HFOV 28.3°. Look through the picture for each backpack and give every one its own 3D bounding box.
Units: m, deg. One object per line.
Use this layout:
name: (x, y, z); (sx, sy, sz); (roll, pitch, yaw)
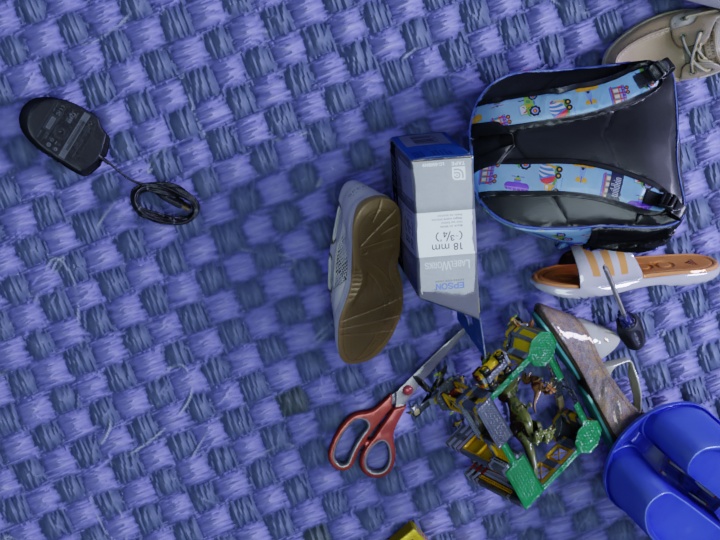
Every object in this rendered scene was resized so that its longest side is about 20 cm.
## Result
backpack: (0.205, -0.105, 1.386); (0.200, 0.135, 0.183); (-3, 76, 3)

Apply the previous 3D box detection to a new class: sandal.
sandal: (0.270, -0.016, 1.465); (0.206, 0.079, 0.059); (-7, 109, -14)

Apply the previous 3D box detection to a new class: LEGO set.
LEGO set: (0.145, 0.140, 1.473); (0.154, 0.116, 0.200); (-50, 126, -15)

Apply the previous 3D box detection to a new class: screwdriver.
screwdriver: (0.258, 0.037, 1.437); (0.029, 0.200, 0.028); (-11, 63, 20)

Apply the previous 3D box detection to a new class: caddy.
caddy: (0.347, 0.223, 1.511); (0.141, 0.105, 0.200); (-48, 124, 6)

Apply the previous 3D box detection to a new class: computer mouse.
computer mouse: (-0.247, -0.105, 1.407); (0.200, 0.034, 0.059); (35, 81, -18)

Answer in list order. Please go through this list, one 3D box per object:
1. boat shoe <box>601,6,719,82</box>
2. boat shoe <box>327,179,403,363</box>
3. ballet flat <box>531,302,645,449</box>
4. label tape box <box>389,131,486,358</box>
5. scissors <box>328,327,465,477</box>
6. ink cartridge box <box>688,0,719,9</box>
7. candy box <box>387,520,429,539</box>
boat shoe: (0.340, -0.227, 1.425); (0.200, 0.065, 0.072); (-16, 105, -3)
boat shoe: (0.000, 0.000, 1.443); (0.071, 0.069, 0.200); (-11, 125, -26)
ballet flat: (0.248, 0.099, 1.498); (0.067, 0.068, 0.200); (-33, 115, -2)
label tape box: (0.074, -0.025, 1.401); (0.063, 0.144, 0.200); (-6, 104, -5)
scissors: (0.036, 0.131, 1.502); (0.073, 0.014, 0.200); (27, 101, -10)
ink cartridge box: (0.326, -0.336, 1.343); (0.200, 0.129, 0.125); (11, 71, -9)
candy box: (0.013, 0.372, 1.553); (0.200, 0.026, 0.102); (-41, 108, 4)
